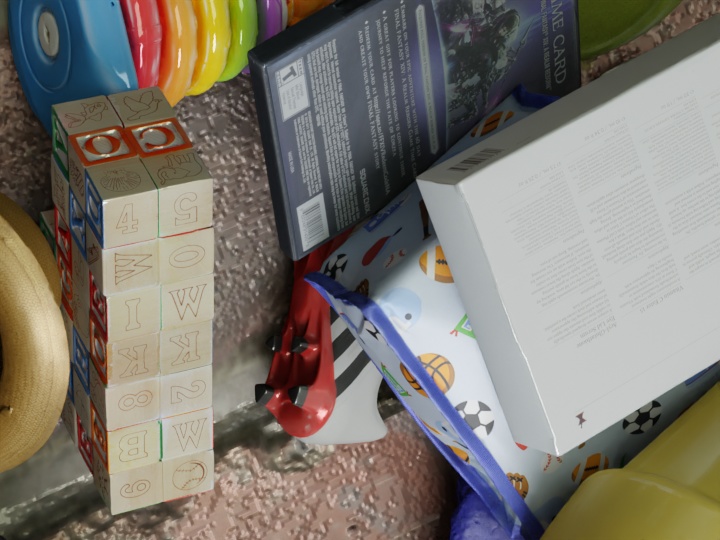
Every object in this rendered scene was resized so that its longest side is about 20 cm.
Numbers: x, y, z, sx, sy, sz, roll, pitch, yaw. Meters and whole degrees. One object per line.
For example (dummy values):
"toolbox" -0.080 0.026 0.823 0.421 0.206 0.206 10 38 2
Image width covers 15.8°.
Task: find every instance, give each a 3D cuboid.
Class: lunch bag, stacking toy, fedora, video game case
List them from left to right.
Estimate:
"fedora" -0.218 0.011 1.325 0.082 0.200 0.202 -42 110 -51
"stacking toy" -0.081 -0.140 1.394 0.199 0.110 0.117 -12 86 -31
"video game case" 0.033 -0.105 1.363 0.199 0.019 0.143 -32 141 -21
"lunch bag" 0.097 0.030 1.390 0.170 0.124 0.200 -42 110 -6

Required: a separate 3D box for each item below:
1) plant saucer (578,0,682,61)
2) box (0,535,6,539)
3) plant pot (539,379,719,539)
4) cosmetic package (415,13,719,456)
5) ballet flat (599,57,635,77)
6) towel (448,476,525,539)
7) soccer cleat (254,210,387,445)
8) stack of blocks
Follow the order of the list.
"plant saucer" 0.097 -0.175 1.410 0.199 0.200 0.031 17 47 -20
"box" -0.183 0.216 1.353 0.200 0.132 0.115 40 82 -19
"plant pot" 0.214 0.141 1.350 0.201 0.200 0.189 43 71 -18
"cosmetic package" 0.142 -0.021 1.307 0.199 0.052 0.152 -28 106 -22
"ballet flat" 0.221 -0.051 1.522 0.072 0.072 0.200 -46 106 -12
"towel" 0.137 0.202 1.459 0.198 0.050 0.149 12 90 -3
"soccer cleat" 0.000 0.000 1.446 0.085 0.068 0.202 17 82 -41
"stack of blocks" -0.121 0.009 1.326 0.058 0.115 0.201 -12 130 -20
